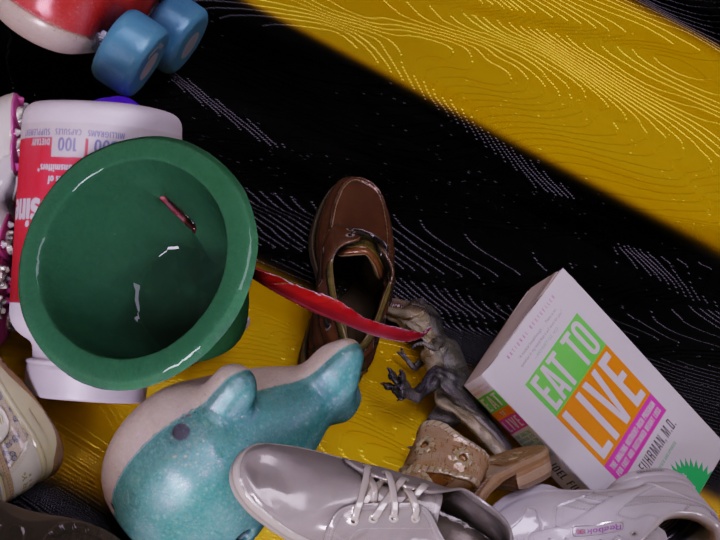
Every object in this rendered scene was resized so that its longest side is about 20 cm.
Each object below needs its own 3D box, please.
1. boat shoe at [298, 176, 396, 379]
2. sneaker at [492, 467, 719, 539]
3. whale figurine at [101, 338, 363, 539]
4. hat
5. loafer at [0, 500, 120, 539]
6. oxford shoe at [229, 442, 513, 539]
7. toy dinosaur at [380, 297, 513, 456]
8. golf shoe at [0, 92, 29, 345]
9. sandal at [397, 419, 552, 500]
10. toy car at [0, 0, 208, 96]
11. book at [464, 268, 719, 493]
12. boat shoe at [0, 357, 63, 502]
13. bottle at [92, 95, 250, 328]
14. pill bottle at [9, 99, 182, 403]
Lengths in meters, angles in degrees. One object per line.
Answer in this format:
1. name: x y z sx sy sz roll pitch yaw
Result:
1. boat shoe: 0.000 0.000 1.423 0.072 0.068 0.201 15 52 -15
2. sneaker: 0.168 0.195 1.332 0.199 0.075 0.100 -15 20 -13
3. whale figurine: -0.073 0.124 1.243 0.199 0.160 0.104 -26 58 -21
4. hat: -0.102 0.025 1.224 0.200 0.176 0.166 37 88 30
5. loafer: -0.218 0.195 1.187 0.199 0.067 0.076 32 47 -24
6. oxford shoe: 0.013 0.152 1.180 0.199 0.058 0.075 22 47 -10
7. toy dinosaur: 0.064 0.103 1.403 0.088 0.047 0.201 -18 71 -41
8. golf shoe: -0.280 -0.032 1.318 0.091 0.075 0.201 -3 61 6
9. sandal: 0.060 0.137 1.302 0.211 0.077 0.070 -17 95 -51
10. toy car: -0.189 -0.271 1.402 0.184 0.201 0.177 34 22 4
11. book: 0.184 0.116 1.439 0.200 0.048 0.134 45 50 -7
12. boat shoe: -0.281 0.067 1.235 0.200 0.073 0.063 47 48 9
13. bottle: -0.152 -0.031 1.360 0.065 0.084 0.201 -15 66 -47
14. pill bottle: -0.184 -0.012 1.271 0.112 0.112 0.201 4 88 -24
